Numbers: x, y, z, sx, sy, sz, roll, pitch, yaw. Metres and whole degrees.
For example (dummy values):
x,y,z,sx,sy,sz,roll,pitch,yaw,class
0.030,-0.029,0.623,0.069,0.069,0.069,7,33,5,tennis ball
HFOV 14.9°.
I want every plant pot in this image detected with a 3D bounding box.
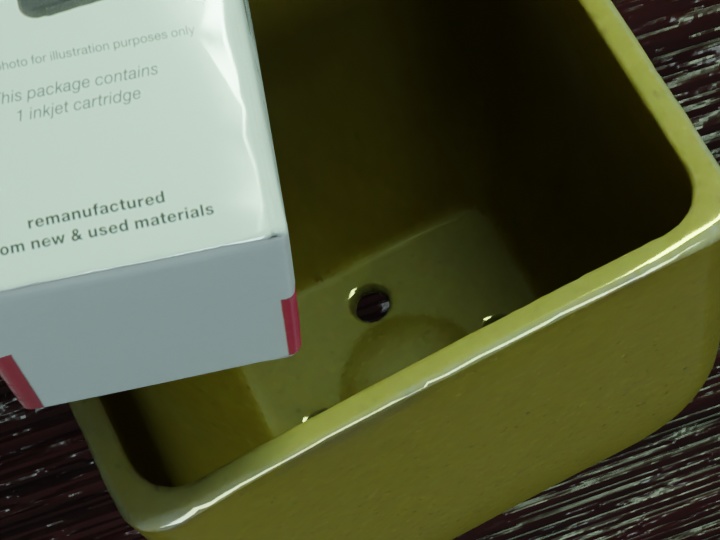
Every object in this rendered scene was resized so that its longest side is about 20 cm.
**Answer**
x,y,z,sx,sy,sz,roll,pitch,yaw,class
0.000,0.000,0.892,0.195,0.195,0.200,-27,151,-3,plant pot

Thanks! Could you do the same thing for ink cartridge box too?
x,y,z,sx,sy,sz,roll,pitch,yaw,class
-0.073,-0.080,0.704,0.083,0.201,0.145,-11,167,-1,ink cartridge box
